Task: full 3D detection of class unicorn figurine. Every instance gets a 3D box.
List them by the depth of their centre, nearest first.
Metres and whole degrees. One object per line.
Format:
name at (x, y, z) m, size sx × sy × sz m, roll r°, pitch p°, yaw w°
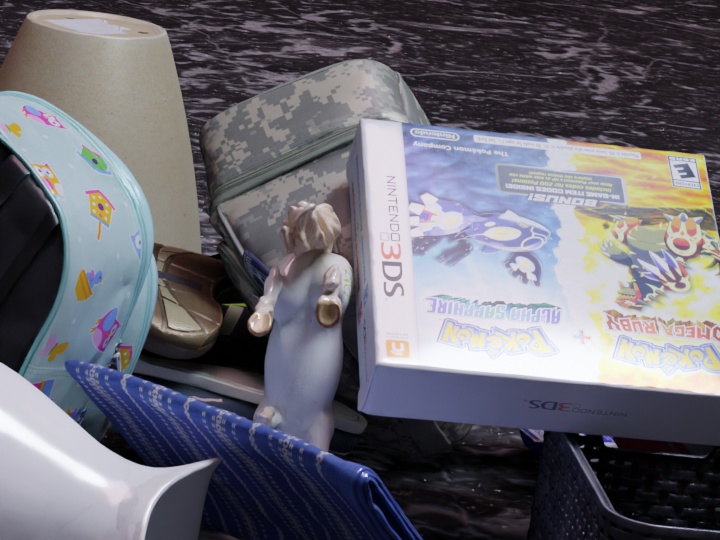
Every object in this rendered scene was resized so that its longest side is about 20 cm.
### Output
unicorn figurine at (-0.038, 0.059, 1.404) m, size 0.074 × 0.200 × 0.137 m, roll 24°, pitch 10°, yaw -3°

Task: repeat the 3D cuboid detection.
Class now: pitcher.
pitcher at (-0.186, 0.116, 1.268) m, size 0.200 × 0.121 × 0.172 m, roll 21°, pitch 31°, yaw 5°

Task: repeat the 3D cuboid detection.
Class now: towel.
towel at (-0.047, 0.113, 1.339) m, size 0.200 × 0.024 × 0.145 m, roll 18°, pitch -27°, yaw 37°

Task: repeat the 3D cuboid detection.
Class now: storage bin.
storage bin at (0.167, 0.142, 1.372) m, size 0.135 × 0.094 × 0.200 m, roll 6°, pitch 15°, yaw -8°

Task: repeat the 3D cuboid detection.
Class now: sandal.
sandal at (-0.114, 0.024, 1.567) m, size 0.080 × 0.054 × 0.200 m, roll 17°, pitch 14°, yaw -5°

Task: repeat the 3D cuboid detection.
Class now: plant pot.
plant pot at (-0.186, -0.065, 1.777) m, size 0.187 × 0.200 × 0.187 m, roll 7°, pitch 14°, yaw -2°

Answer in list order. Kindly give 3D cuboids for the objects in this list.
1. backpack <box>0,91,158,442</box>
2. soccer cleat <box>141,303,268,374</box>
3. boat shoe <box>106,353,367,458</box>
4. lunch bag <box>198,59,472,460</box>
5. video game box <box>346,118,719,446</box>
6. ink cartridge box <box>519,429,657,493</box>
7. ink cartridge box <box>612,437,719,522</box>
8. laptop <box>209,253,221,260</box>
backpack at (-0.196, 0.006, 1.416) m, size 0.176 × 0.200 × 0.153 m, roll 40°, pitch 30°, yaw 28°
soccer cleat at (-0.103, 0.052, 1.643) m, size 0.200 × 0.068 × 0.081 m, roll 0°, pitch 22°, yaw -35°
boat shoe at (-0.098, 0.083, 1.517) m, size 0.200 × 0.062 × 0.075 m, roll 13°, pitch 2°, yaw -7°
lunch bag at (0.000, 0.000, 1.571) m, size 0.139 × 0.200 × 0.168 m, roll -23°, pitch 50°, yaw 9°
video game box at (0.095, 0.004, 1.427) m, size 0.200 × 0.047 × 0.182 m, roll 5°, pitch 48°, yaw -10°
ink cartridge box at (0.173, 0.106, 1.630) m, size 0.200 × 0.039 × 0.099 m, roll 4°, pitch 15°, yaw -21°
ink cartridge box at (0.255, 0.045, 1.515) m, size 0.148 × 0.086 × 0.200 m, roll -43°, pitch 4°, yaw -40°
laptop at (0.008, 0.021, 1.894) m, size 0.200 × 0.116 × 0.187 m, roll -12°, pitch 3°, yaw 30°
